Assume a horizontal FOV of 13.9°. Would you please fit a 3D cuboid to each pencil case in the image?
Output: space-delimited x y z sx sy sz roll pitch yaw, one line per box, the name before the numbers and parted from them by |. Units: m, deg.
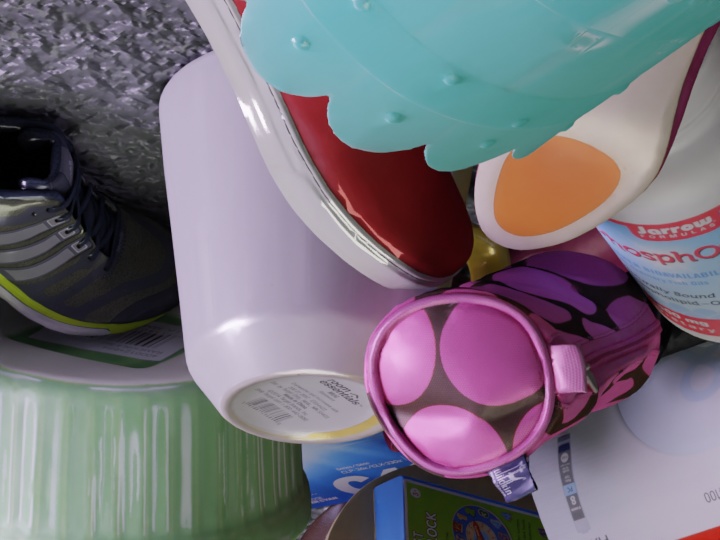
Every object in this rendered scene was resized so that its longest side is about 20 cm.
pencil case | 0.074 0.038 1.277 0.093 0.091 0.200 -18 -178 19

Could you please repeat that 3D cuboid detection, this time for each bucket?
bucket | 0.049 -0.147 1.010 0.207 0.208 0.135 21 147 -35

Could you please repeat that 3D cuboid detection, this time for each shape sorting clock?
shape sorting clock | 0.069 0.190 1.599 0.200 0.200 0.039 14 138 -23

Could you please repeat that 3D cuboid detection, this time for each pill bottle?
pill bottle | 0.144 -0.054 1.291 0.108 0.109 0.200 -9 152 21

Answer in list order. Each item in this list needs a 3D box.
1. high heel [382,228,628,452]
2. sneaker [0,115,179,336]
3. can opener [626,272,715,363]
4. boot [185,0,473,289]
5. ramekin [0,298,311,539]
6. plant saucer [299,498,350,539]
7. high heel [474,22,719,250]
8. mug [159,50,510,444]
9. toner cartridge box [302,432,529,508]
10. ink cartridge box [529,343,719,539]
high heel | 0.085 0.025 1.470 0.067 0.096 0.200 23 147 -33
sneaker | -0.153 -0.027 1.414 0.200 0.074 0.081 21 144 -38
can opener | 0.182 0.011 1.481 0.200 0.079 0.063 -24 137 27
boot | 0.022 -0.092 1.177 0.144 0.072 0.200 -20 108 34
ramekin | -0.122 0.075 1.489 0.199 0.098 0.200 2 -164 -1
plant saucer | 0.064 0.163 1.716 0.200 0.200 0.032 8 109 -3
high heel | 0.103 -0.096 1.169 0.067 0.096 0.200 21 133 -6
mug | -0.003 -0.004 1.354 0.186 0.154 0.149 7 153 -12
toner cartridge box | 0.000 0.092 1.677 0.200 0.043 0.095 -13 150 28
ink cartridge box | 0.158 0.121 1.543 0.047 0.201 0.160 27 144 -37
